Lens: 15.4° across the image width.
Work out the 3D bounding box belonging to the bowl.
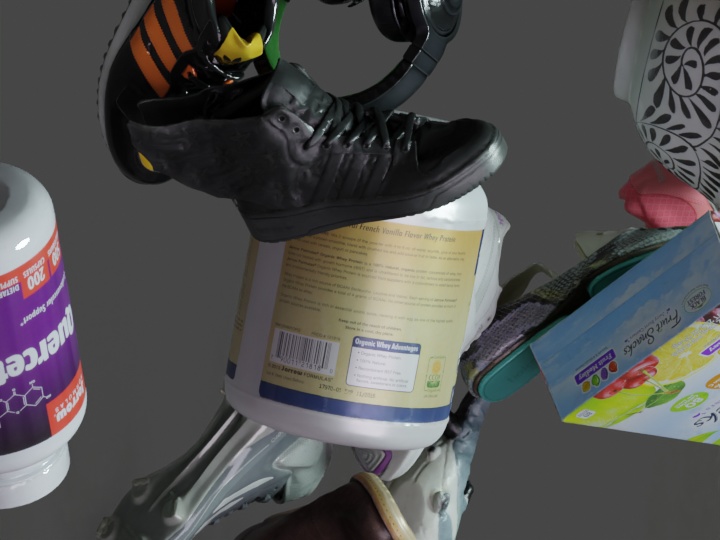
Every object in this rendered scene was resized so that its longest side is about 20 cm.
[{"bbox_3d":[0.221,-0.143,1.729,0.201,0.094,0.201,15,90,-78],"label":"bowl"}]

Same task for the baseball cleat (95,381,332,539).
[{"bbox_3d":[-0.088,0.148,1.765,0.200,0.070,0.106,-47,131,4],"label":"baseball cleat"}]

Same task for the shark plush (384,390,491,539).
[{"bbox_3d":[0.048,0.161,1.885,0.083,0.091,0.200,8,94,-56],"label":"shark plush"}]

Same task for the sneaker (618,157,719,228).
[{"bbox_3d":[0.239,-0.014,1.874,0.087,0.074,0.200,-26,129,7],"label":"sneaker"}]

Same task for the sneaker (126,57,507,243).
[{"bbox_3d":[-0.025,-0.077,1.531,0.199,0.060,0.104,-15,121,20],"label":"sneaker"}]

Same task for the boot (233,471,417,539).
[{"bbox_3d":[-0.055,0.203,1.747,0.166,0.200,0.072,-30,92,-16],"label":"boot"}]

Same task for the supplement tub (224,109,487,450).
[{"bbox_3d":[0.000,0.000,1.654,0.144,0.144,0.200,6,98,-34],"label":"supplement tub"}]

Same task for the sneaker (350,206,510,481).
[{"bbox_3d":[0.052,0.047,1.770,0.100,0.075,0.200,2,109,-47],"label":"sneaker"}]

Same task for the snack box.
[{"bbox_3d":[0.243,0.043,1.791,0.200,0.068,0.169,9,140,-47],"label":"snack box"}]

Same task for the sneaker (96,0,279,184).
[{"bbox_3d":[-0.095,-0.130,1.568,0.070,0.090,0.200,6,115,-34],"label":"sneaker"}]

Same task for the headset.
[{"bbox_3d":[0.019,-0.177,1.598,0.200,0.123,0.094,-59,149,0],"label":"headset"}]

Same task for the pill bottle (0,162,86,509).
[{"bbox_3d":[-0.225,0.042,1.585,0.112,0.112,0.200,-21,128,-19],"label":"pill bottle"}]

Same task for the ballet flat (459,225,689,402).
[{"bbox_3d":[0.148,0.011,1.815,0.200,0.072,0.072,-32,132,6],"label":"ballet flat"}]
